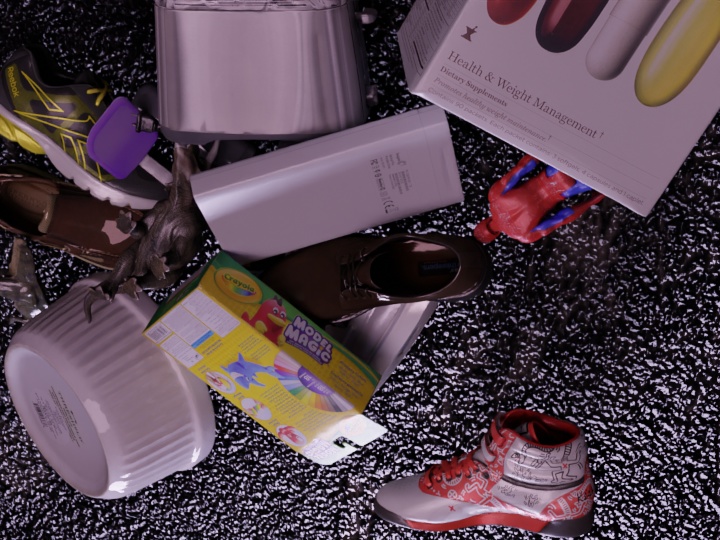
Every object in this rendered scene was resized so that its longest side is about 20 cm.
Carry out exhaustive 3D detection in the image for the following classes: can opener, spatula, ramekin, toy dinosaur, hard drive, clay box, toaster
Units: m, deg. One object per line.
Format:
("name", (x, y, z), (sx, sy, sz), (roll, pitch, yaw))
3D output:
("can opener", (-0.095, -0.111, 1.318), (0.200, 0.053, 0.067), (31, 91, 4))
("spatula", (-0.157, -0.071, 1.323), (0.200, 0.057, 0.021), (42, 173, -35))
("ramekin", (-0.233, 0.112, 1.404), (0.200, 0.105, 0.200), (33, 141, 33))
("toy dinosaur", (-0.165, -0.016, 1.287), (0.077, 0.102, 0.200), (39, 125, 16))
("hard drive", (-0.022, -0.065, 1.229), (0.200, 0.027, 0.132), (-16, 154, 2))
("clay box", (-0.073, 0.079, 1.300), (0.200, 0.048, 0.115), (38, 143, -13))
("toy dinosaur", (-0.329, 0.008, 1.451), (0.088, 0.047, 0.200), (23, 149, 13))
("toaster", (-0.085, -0.173, 1.225), (0.200, 0.114, 0.129), (1, 114, 8))

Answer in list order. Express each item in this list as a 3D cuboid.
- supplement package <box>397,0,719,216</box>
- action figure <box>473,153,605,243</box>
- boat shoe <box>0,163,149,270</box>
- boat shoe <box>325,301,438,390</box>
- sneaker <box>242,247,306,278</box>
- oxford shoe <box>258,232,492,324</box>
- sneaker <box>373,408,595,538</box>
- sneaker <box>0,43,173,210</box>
("supplement package", (0.158, -0.183, 1.057), (0.191, 0.147, 0.200), (26, 110, -14))
("action figure", (0.168, -0.077, 1.220), (0.200, 0.052, 0.065), (-34, 96, 26))
("boat shoe", (-0.257, -0.043, 1.375), (0.202, 0.075, 0.075), (14, 98, 21))
("boat shoe", (0.003, 0.059, 1.351), (0.069, 0.072, 0.200), (38, 126, 10))
("sneaker", (-0.096, 0.023, 1.374), (0.200, 0.078, 0.082), (-33, 98, 23))
("oxford shoe", (0.000, 0.000, 1.261), (0.200, 0.084, 0.073), (-11, 83, 18))
("sneaker", (0.106, 0.173, 1.373), (0.201, 0.067, 0.108), (2, 116, 17))
("sneaker", (-0.232, -0.123, 1.342), (0.200, 0.074, 0.085), (28, 114, -2))
